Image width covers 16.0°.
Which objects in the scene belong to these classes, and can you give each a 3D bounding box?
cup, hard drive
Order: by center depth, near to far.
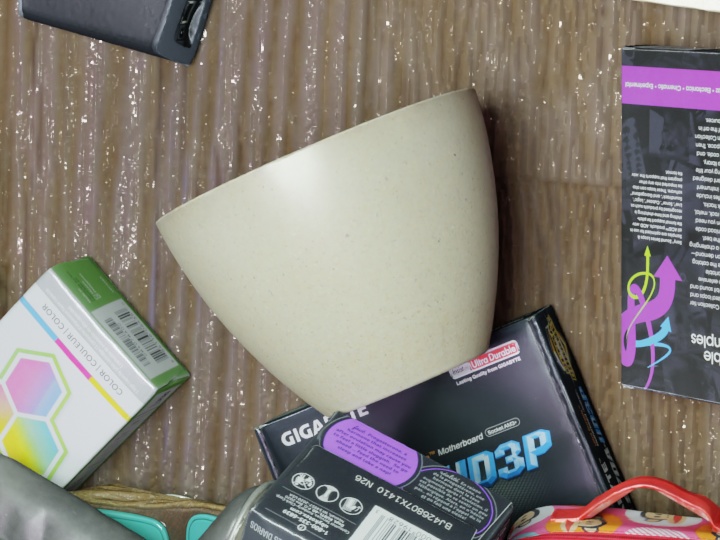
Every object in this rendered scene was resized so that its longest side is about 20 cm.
[{"bbox_3d":[0.000,0.000,1.469,0.199,0.200,0.144,-22,89,22],"label":"cup"},{"bbox_3d":[-0.144,-0.237,1.574,0.134,0.042,0.202,17,103,18],"label":"hard drive"}]

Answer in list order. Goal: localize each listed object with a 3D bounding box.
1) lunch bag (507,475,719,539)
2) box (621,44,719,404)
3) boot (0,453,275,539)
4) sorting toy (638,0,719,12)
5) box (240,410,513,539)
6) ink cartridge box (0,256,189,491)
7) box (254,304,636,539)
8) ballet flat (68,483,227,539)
[{"bbox_3d":[0.172,0.205,1.464,0.198,0.082,0.178,1,103,15],"label":"lunch bag"},{"bbox_3d":[0.206,-0.024,1.445,0.143,0.036,0.202,10,102,51],"label":"box"},{"bbox_3d":[-0.146,0.163,1.548,0.199,0.072,0.183,33,110,27],"label":"boot"},{"bbox_3d":[0.192,-0.247,1.434,0.197,0.070,0.202,10,101,19],"label":"sorting toy"},{"bbox_3d":[-0.008,0.202,1.444,0.122,0.106,0.201,27,130,15],"label":"box"},{"bbox_3d":[-0.215,0.097,1.638,0.200,0.059,0.104,-45,83,20],"label":"ink cartridge box"},{"bbox_3d":[0.055,0.131,1.550,0.199,0.046,0.160,-22,90,22],"label":"box"},{"bbox_3d":[-0.099,0.167,1.597,0.199,0.072,0.068,6,110,28],"label":"ballet flat"}]
